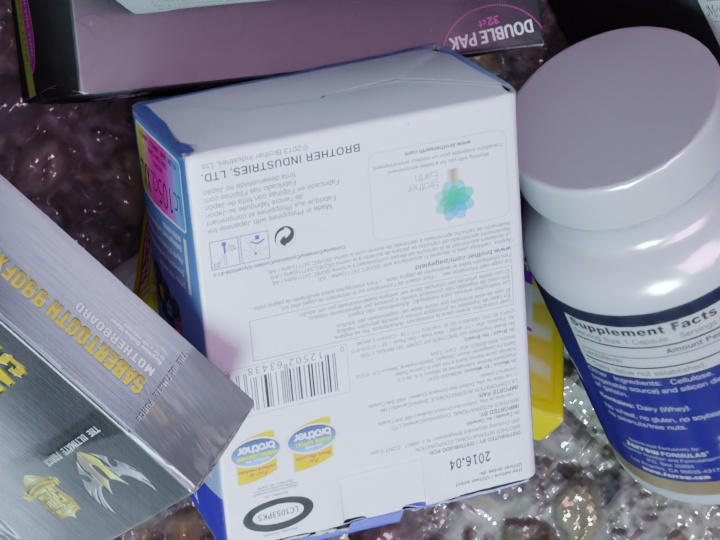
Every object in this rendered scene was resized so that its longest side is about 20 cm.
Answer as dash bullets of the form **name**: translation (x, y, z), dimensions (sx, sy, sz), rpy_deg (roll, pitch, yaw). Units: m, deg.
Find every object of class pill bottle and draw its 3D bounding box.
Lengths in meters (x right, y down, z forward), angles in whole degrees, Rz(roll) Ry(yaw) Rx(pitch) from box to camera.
- **pill bottle**: translation (0.136, -0.001, 1.004), dimensions (0.116, 0.116, 0.200), rpy_deg (-39, 132, -13)

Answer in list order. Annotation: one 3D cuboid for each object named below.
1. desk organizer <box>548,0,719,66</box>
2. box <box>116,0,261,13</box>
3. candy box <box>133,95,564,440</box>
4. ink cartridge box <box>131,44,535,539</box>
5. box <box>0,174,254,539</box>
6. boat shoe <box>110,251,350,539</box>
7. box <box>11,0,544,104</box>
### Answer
- **desk organizer**: translation (0.160, -0.126, 1.002), dimensions (0.077, 0.200, 0.072), rpy_deg (-33, 101, -16)
- **box**: translation (0.002, -0.166, 0.792), dimensions (0.198, 0.200, 0.132), rpy_deg (-4, 92, 1)
- **candy box**: translation (0.000, 0.000, 1.016), dimensions (0.199, 0.026, 0.103), rpy_deg (18, 56, -21)
- **ink cartridge box**: translation (-0.008, 0.025, 0.923), dimensions (0.136, 0.076, 0.201), rpy_deg (-12, 112, -16)
- **box**: translation (-0.154, 0.044, 0.900), dimensions (0.158, 0.200, 0.048), rpy_deg (43, 55, -11)
- **boat shoe**: translation (-0.037, 0.070, 1.018), dimensions (0.086, 0.075, 0.202), rpy_deg (-41, 96, -20)
- **box**: translation (-0.043, -0.152, 0.972), dimensions (0.199, 0.124, 0.150), rpy_deg (-8, 95, -19)
